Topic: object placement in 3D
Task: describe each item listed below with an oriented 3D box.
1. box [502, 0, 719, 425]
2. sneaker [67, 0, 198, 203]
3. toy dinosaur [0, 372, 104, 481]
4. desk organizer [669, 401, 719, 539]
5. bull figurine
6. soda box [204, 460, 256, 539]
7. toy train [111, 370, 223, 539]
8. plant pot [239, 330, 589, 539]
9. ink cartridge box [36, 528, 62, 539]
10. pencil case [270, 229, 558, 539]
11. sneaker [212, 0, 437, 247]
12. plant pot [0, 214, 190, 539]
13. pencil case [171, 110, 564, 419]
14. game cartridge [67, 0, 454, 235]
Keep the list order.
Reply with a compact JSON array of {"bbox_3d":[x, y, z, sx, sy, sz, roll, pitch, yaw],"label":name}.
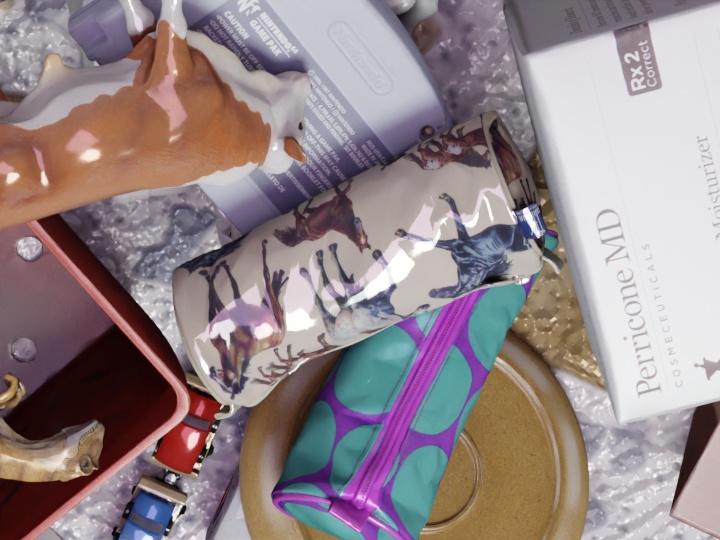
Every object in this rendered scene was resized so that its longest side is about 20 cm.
[{"bbox_3d":[0.163,-0.051,1.369,0.130,0.200,0.200,-15,103,4],"label":"box"},{"bbox_3d":[-0.110,-0.141,1.427,0.088,0.075,0.201,-10,107,-13],"label":"sneaker"},{"bbox_3d":[-0.228,0.083,1.300,0.199,0.060,0.107,-4,105,2],"label":"toy dinosaur"},{"bbox_3d":[0.273,0.133,1.480,0.199,0.072,0.077,25,105,-5],"label":"desk organizer"},{"bbox_3d":[-0.117,-0.082,1.276,0.199,0.065,0.122,-19,109,-14],"label":"bull figurine"},{"bbox_3d":[0.012,0.171,1.496,0.199,0.063,0.068,24,101,-5],"label":"soda box"},{"bbox_3d":[-0.096,0.091,1.487,0.034,0.046,0.201,24,103,-5],"label":"toy train"},{"bbox_3d":[0.033,0.112,1.454,0.199,0.027,0.201,2,79,-11],"label":"plant pot"},{"bbox_3d":[-0.234,0.239,1.514,0.200,0.067,0.117,-44,100,10],"label":"ink cartridge box"},{"bbox_3d":[0.029,0.051,1.405,0.085,0.092,0.201,27,76,-5],"label":"pencil case"},{"bbox_3d":[-0.019,-0.081,1.417,0.081,0.075,0.201,27,107,29],"label":"sneaker"},{"bbox_3d":[-0.218,0.034,1.408,0.200,0.176,0.200,-39,100,10],"label":"plant pot"},{"bbox_3d":[0.000,0.000,1.345,0.199,0.078,0.090,-26,84,8],"label":"pencil case"},{"bbox_3d":[-0.038,-0.092,1.350,0.133,0.041,0.200,-30,123,16],"label":"game cartridge"}]
